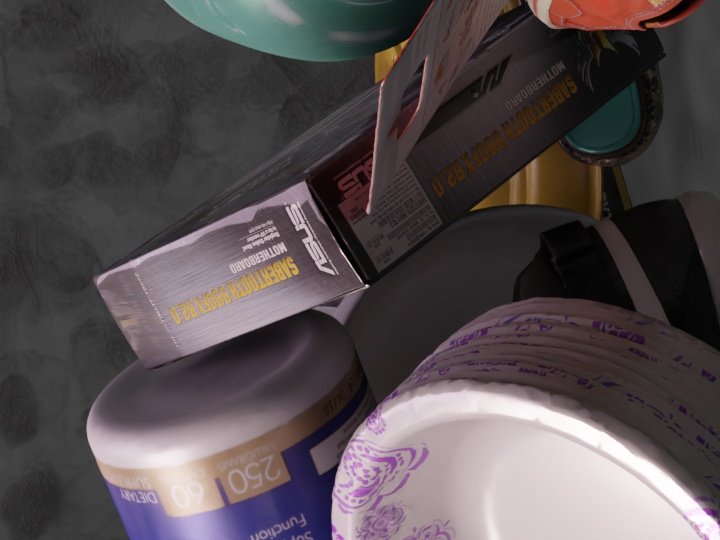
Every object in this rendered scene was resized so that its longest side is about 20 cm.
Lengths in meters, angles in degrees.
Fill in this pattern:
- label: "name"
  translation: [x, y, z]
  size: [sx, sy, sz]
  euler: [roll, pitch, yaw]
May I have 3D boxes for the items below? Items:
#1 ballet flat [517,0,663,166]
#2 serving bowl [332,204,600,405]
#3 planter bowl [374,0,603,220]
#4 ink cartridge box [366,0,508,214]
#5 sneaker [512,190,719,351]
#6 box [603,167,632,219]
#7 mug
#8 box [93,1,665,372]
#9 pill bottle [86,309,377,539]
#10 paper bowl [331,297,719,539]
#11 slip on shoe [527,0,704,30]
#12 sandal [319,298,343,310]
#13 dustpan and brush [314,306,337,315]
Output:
- label: "ballet flat"
  translation: [0.093, -0.146, 1.039]
  size: [0.075, 0.068, 0.200]
  euler: [-44, -59, -68]
- label: "serving bowl"
  translation: [0.061, 0.066, 1.097]
  size: [0.066, 0.200, 0.201]
  euler: [-160, 55, -68]
- label: "planter bowl"
  translation: [0.055, -0.080, 1.170]
  size: [0.200, 0.083, 0.201]
  euler: [173, 90, -83]
- label: "ink cartridge box"
  translation: [0.041, -0.131, 0.799]
  size: [0.057, 0.200, 0.163]
  euler: [36, 169, 7]
- label: "sneaker"
  translation: [0.114, 0.075, 0.983]
  size: [0.073, 0.112, 0.200]
  euler: [84, 173, -89]
- label: "box"
  translation: [0.136, 0.051, 1.284]
  size: [0.200, 0.049, 0.160]
  euler: [79, -179, -56]
- label: "mug"
  translation: [-0.005, -0.179, 1.058]
  size: [0.152, 0.185, 0.114]
  euler: [59, 165, -24]
- label: "box"
  translation: [0.008, -0.042, 0.963]
  size: [0.158, 0.200, 0.048]
  euler: [-23, 101, 51]
- label: "pill bottle"
  translation: [-0.027, 0.126, 0.986]
  size: [0.116, 0.116, 0.200]
  euler: [-106, -5, -72]
- label: "paper bowl"
  translation: [0.096, 0.102, 0.889]
  size: [0.104, 0.200, 0.201]
  euler: [-44, -48, -43]
- label: "slip on shoe"
  translation: [0.100, -0.114, 0.854]
  size: [0.074, 0.061, 0.200]
  euler: [-61, -5, 6]
- label: "sandal"
  translation: [0.007, -0.002, 1.196]
  size: [0.207, 0.079, 0.059]
  euler: [54, -146, -43]
- label: "dustpan and brush"
  translation: [0.061, 0.078, 1.186]
  size: [0.140, 0.200, 0.057]
  euler: [72, -157, -51]
